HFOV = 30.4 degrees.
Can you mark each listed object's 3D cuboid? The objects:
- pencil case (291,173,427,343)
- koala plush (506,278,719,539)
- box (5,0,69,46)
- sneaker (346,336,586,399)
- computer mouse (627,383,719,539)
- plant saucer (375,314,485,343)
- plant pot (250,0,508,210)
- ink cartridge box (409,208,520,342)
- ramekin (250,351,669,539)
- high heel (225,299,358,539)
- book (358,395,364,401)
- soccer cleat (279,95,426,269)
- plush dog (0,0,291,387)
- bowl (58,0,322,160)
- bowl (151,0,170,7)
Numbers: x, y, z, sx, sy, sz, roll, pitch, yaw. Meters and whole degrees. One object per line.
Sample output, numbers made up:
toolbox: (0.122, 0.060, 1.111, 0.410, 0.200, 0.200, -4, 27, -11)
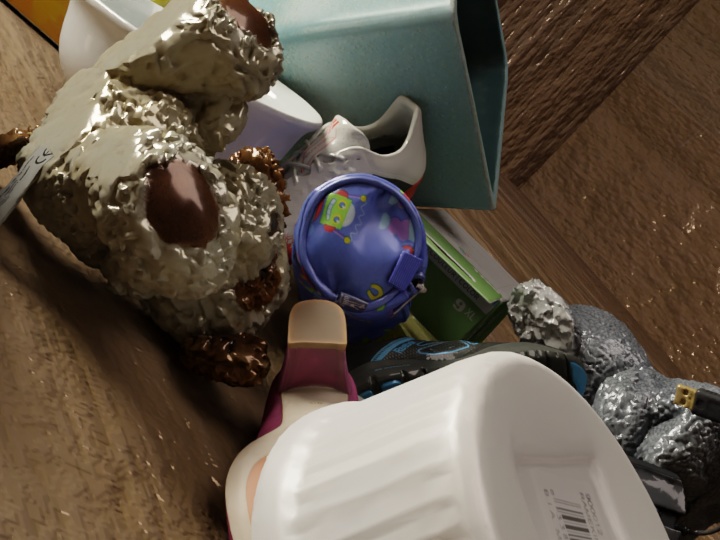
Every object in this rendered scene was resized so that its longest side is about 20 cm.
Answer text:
pencil case: (0.000, 0.000, 0.841, 0.087, 0.078, 0.200, 37, -9, 4)
koala plush: (0.187, 0.104, 0.996, 0.177, 0.183, 0.201, 32, 24, -51)
box: (-0.253, -0.229, 1.066, 0.200, 0.042, 0.119, 39, 12, -15)
sneaker: (0.063, 0.069, 0.878, 0.198, 0.074, 0.082, 4, 22, -31)
computer mouse: (0.175, 0.129, 0.863, 0.199, 0.141, 0.046, 12, -24, 32)
plant saucer: (0.042, 0.050, 1.083, 0.200, 0.048, 0.200, 33, 16, -44)
plant pot: (0.004, -0.174, 1.067, 0.197, 0.198, 0.197, -80, 160, -44)
ink cartridge box: (0.063, 0.006, 1.035, 0.104, 0.059, 0.200, 45, 11, 9)
ramekin: (0.056, 0.131, 0.535, 0.200, 0.097, 0.202, 41, 32, -33)
high heel: (-0.030, 0.108, 0.646, 0.067, 0.097, 0.201, 1, 35, -4)
book: (0.066, 0.167, 0.752, 0.200, 0.048, 0.134, 40, 14, -18)
soccer cleat: (-0.030, -0.064, 0.940, 0.199, 0.086, 0.069, -25, 48, -33)
plush dog: (-0.100, -0.026, 0.712, 0.172, 0.159, 0.201, 53, 32, -37)
bowl: (-0.132, -0.117, 0.914, 0.200, 0.091, 0.201, 32, 11, -7)
bowl: (-0.121, -0.218, 1.192, 0.200, 0.199, 0.109, 12, 57, -70)
